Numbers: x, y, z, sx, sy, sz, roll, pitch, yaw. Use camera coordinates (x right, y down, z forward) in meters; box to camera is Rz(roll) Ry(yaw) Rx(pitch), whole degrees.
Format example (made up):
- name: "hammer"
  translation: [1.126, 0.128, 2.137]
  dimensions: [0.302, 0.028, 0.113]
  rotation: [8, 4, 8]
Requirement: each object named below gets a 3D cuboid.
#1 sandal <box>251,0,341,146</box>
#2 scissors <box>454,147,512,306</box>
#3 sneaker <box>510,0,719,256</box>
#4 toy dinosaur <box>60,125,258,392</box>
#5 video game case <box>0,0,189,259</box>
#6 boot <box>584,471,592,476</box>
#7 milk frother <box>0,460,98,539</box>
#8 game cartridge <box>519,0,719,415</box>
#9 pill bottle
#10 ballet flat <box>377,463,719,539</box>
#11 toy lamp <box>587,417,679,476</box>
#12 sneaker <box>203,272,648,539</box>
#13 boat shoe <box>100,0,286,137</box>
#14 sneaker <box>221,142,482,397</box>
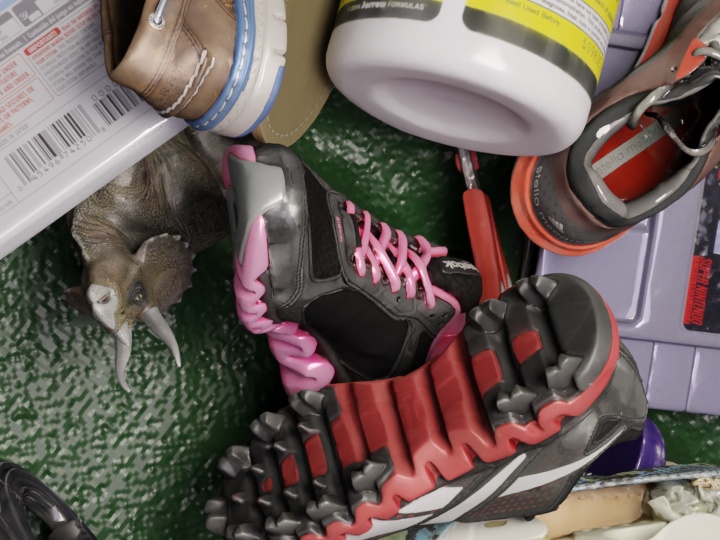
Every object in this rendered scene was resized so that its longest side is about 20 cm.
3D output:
- name: "sandal"
  translation: [-0.035, -0.150, 1.148]
  dimensions: [0.069, 0.078, 0.212]
  rotation: [11, 72, 21]
- name: "scissors"
  translation: [0.049, -0.035, 1.204]
  dimensions: [0.014, 0.073, 0.200]
  rotation: [-14, 73, 10]
- name: "sneaker"
  translation: [0.154, -0.079, 1.172]
  dimensions: [0.077, 0.082, 0.200]
  rotation: [47, 74, -12]
- name: "toy dinosaur"
  translation: [-0.081, -0.045, 1.154]
  dimensions: [0.102, 0.077, 0.200]
  rotation: [55, 50, -17]
- name: "video game case"
  translation: [-0.198, -0.074, 1.089]
  dimensions: [0.200, 0.023, 0.182]
  rotation: [-36, 76, -9]
- name: "boot"
  translation: [0.047, 0.172, 1.223]
  dimensions: [0.162, 0.073, 0.199]
  rotation: [-31, 108, -17]
- name: "milk frother"
  translation: [-0.209, 0.156, 1.113]
  dimensions: [0.188, 0.181, 0.200]
  rotation: [-21, 140, 22]
- name: "game cartridge"
  translation: [0.143, -0.036, 1.238]
  dimensions: [0.129, 0.038, 0.201]
  rotation: [7, 96, -14]
- name: "pill bottle"
  translation: [0.063, -0.158, 1.141]
  dimensions: [0.112, 0.112, 0.200]
  rotation: [21, 76, -19]
- name: "ballet flat"
  translation: [0.090, 0.118, 1.162]
  dimensions: [0.200, 0.074, 0.074]
  rotation: [-12, 101, -17]
- name: "toy lamp"
  translation: [0.200, 0.127, 1.266]
  dimensions: [0.200, 0.058, 0.058]
  rotation: [24, 91, -20]
- name: "sneaker"
  translation: [0.033, 0.076, 1.126]
  dimensions: [0.200, 0.071, 0.098]
  rotation: [-28, 142, 21]
- name: "boat shoe"
  translation: [-0.078, -0.147, 1.080]
  dimensions: [0.072, 0.200, 0.072]
  rotation: [14, 136, -33]
- name: "sneaker"
  translation: [0.000, 0.000, 1.118]
  dimensions: [0.095, 0.200, 0.079]
  rotation: [-8, 67, 9]
